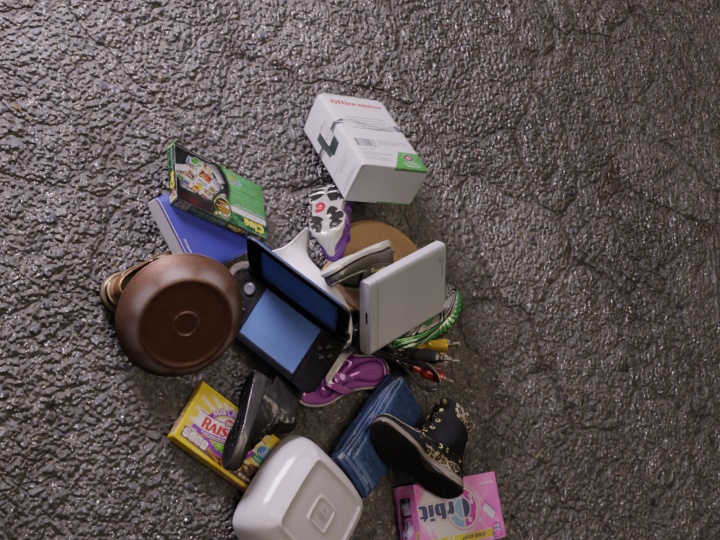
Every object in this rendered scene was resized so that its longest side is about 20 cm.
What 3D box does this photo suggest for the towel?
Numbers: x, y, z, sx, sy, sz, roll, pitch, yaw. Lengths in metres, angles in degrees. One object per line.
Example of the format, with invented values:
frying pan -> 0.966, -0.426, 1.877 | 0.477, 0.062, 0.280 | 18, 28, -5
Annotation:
towel -> 0.032, 0.279, 1.731 | 0.200, 0.048, 0.112 | -52, 125, -35

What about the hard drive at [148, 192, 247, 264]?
hard drive -> -0.240, -0.073, 1.623 | 0.133, 0.025, 0.200 | 63, 30, -3

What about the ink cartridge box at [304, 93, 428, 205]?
ink cartridge box -> 0.006, -0.213, 1.799 | 0.145, 0.083, 0.201 | 2, 43, -35

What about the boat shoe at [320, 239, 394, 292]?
boat shoe -> 0.002, -0.001, 1.691 | 0.201, 0.072, 0.061 | -25, 94, -59

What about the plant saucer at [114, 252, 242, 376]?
plant saucer -> -0.265, 0.075, 1.533 | 0.198, 0.037, 0.203 | -10, 116, -22

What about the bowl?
bowl -> -0.083, 0.378, 1.596 | 0.201, 0.074, 0.200 | 52, 52, -24

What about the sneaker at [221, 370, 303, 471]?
sneaker -> -0.142, 0.233, 1.597 | 0.104, 0.060, 0.202 | 29, 51, -22

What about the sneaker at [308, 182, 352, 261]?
sneaker -> -0.049, -0.086, 1.765 | 0.201, 0.080, 0.084 | -80, 160, -54

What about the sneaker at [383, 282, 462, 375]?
sneaker -> 0.114, 0.089, 1.842 | 0.085, 0.078, 0.200 | 48, 55, -13

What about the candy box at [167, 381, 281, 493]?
candy box -> -0.197, 0.272, 1.596 | 0.200, 0.026, 0.103 | 40, 53, -20

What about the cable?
cable -> 0.074, 0.153, 1.770 | 0.197, 0.050, 0.098 | 11, 79, 3

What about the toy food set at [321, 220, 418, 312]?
toy food set -> 0.030, 0.004, 1.807 | 0.196, 0.049, 0.202 | 23, 55, -11

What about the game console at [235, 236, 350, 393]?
game console -> -0.122, 0.071, 1.566 | 0.199, 0.172, 0.118 | 36, 10, 13

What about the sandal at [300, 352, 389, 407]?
sandal -> -0.027, 0.175, 1.731 | 0.201, 0.050, 0.083 | -12, 83, -39

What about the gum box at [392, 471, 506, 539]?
gum box -> 0.151, 0.421, 1.774 | 0.198, 0.066, 0.115 | 0, 75, -35

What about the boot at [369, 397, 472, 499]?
boot -> 0.107, 0.271, 1.734 | 0.203, 0.073, 0.155 | 41, 41, -18

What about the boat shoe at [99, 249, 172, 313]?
boat shoe -> -0.301, 0.010, 1.570 | 0.199, 0.074, 0.076 | -29, 93, -38

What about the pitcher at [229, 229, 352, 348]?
pitcher -> -0.114, 0.055, 1.678 | 0.170, 0.121, 0.202 | -23, 79, -17

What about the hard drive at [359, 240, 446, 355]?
hard drive -> 0.073, 0.044, 1.730 | 0.199, 0.027, 0.133 | -27, 127, -42

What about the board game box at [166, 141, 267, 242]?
board game box -> -0.226, -0.121, 1.632 | 0.199, 0.023, 0.106 | 26, 45, -47
